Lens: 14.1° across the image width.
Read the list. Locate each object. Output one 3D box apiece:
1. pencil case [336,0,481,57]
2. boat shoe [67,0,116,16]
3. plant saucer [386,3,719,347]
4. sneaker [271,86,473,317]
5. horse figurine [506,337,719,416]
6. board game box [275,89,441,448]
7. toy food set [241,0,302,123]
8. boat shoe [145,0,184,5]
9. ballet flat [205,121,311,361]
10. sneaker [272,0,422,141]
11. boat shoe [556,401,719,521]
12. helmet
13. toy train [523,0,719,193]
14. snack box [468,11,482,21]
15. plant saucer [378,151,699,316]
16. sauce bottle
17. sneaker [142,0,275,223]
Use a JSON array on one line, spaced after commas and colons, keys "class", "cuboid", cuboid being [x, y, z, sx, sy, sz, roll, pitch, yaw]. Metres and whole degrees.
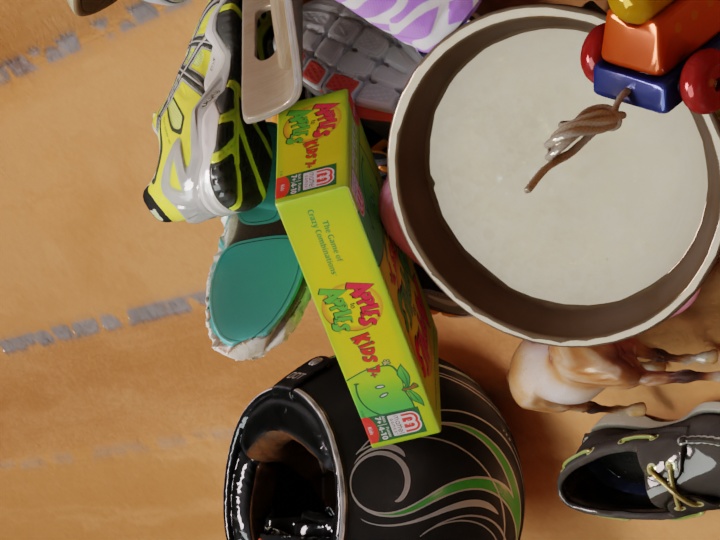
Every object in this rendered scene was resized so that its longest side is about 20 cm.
[{"class": "pencil case", "cuboid": [-0.016, -0.198, 1.612, 0.200, 0.086, 0.084, 30, 121, -25]}, {"class": "boat shoe", "cuboid": [-0.177, -0.252, 1.930, 0.065, 0.072, 0.200, 45, 151, 24]}, {"class": "plant saucer", "cuboid": [0.112, -0.055, 1.629, 0.199, 0.029, 0.201, 7, 113, 17]}, {"class": "sneaker", "cuboid": [0.022, -0.052, 1.892, 0.200, 0.078, 0.077, 47, 147, 5]}, {"class": "horse figurine", "cuboid": [0.146, 0.060, 1.814, 0.200, 0.132, 0.050, 159, 116, -65]}, {"class": "board game box", "cuboid": [0.000, 0.000, 1.803, 0.047, 0.102, 0.200, -14, 127, 10]}, {"class": "toy food set", "cuboid": [-0.070, -0.209, 1.748, 0.060, 0.144, 0.200, -4, 138, 3]}, {"class": "boat shoe", "cuboid": [-0.117, -0.235, 1.865, 0.068, 0.074, 0.200, 15, 147, 17]}, {"class": "ballet flat", "cuboid": [-0.055, -0.009, 1.839, 0.071, 0.201, 0.072, 3, 137, 3]}, {"class": "sneaker", "cuboid": [0.027, -0.100, 1.828, 0.200, 0.077, 0.082, 31, 154, 30]}, {"class": "boat shoe", "cuboid": [0.204, 0.130, 1.877, 0.072, 0.061, 0.201, 56, 151, -15]}, {"class": "helmet", "cuboid": [0.021, 0.153, 2.028, 0.200, 0.190, 0.201, 1, 92, 54]}, {"class": "toy train", "cuboid": [0.142, -0.137, 1.490, 0.084, 0.200, 0.116, 19, 136, 42]}, {"class": "snack box", "cuboid": [0.054, -0.148, 1.738, 0.200, 0.024, 0.072, 36, -170, 21]}, {"class": "plant saucer", "cuboid": [0.112, -0.032, 1.749, 0.200, 0.051, 0.201, 15, 158, 6]}, {"class": "sauce bottle", "cuboid": [0.187, -0.070, 1.651, 0.200, 0.066, 0.066, 48, 152, 6]}, {"class": "sneaker", "cuboid": [-0.097, -0.115, 1.859, 0.076, 0.201, 0.075, -17, 132, 28]}]
